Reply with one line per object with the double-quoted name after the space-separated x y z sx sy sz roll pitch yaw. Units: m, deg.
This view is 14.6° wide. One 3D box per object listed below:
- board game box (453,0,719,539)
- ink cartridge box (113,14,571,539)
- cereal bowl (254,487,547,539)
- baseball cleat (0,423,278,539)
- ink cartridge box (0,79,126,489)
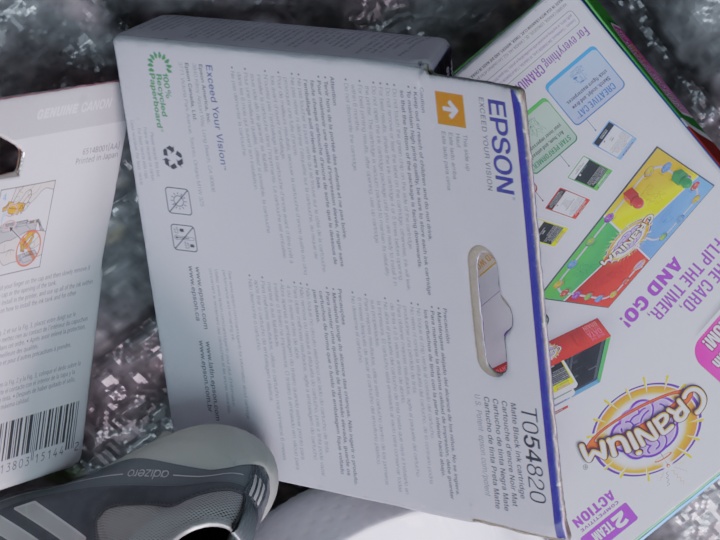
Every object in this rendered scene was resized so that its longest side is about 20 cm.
0.093 0.003 1.166 0.153 0.040 0.200 -39 84 12 "board game box"
0.000 0.000 1.136 0.200 0.041 0.200 10 119 34 "ink cartridge box"
-0.006 0.173 1.276 0.200 0.083 0.200 -17 123 -27 "cereal bowl"
-0.124 0.130 1.176 0.200 0.106 0.070 -32 112 27 "baseball cleat"
-0.176 0.011 1.121 0.045 0.200 0.176 19 108 29 "ink cartridge box"
